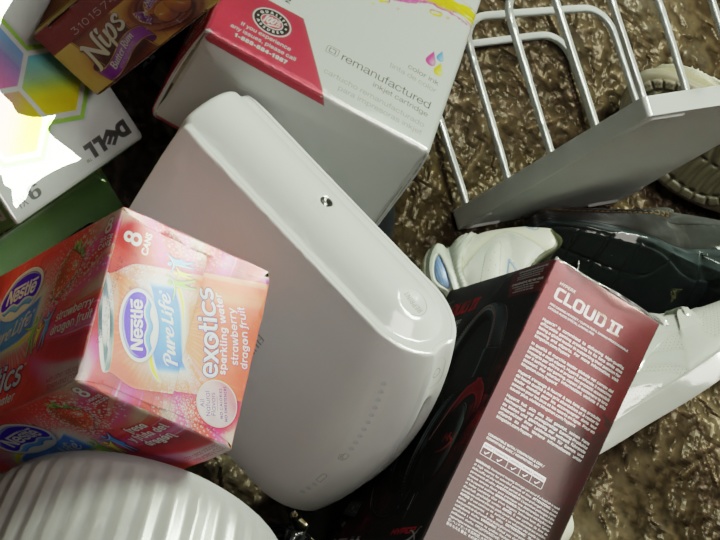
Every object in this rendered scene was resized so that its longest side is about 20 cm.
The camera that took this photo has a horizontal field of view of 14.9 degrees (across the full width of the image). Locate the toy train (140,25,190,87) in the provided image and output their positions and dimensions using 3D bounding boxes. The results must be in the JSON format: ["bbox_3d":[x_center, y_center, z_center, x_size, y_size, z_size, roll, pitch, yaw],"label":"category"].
[{"bbox_3d":[-0.071,-0.181,1.667,0.046,0.034,0.200,43,56,-2],"label":"toy train"}]

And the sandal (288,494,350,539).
[{"bbox_3d":[0.028,0.117,1.608,0.200,0.045,0.075,-26,100,-48],"label":"sandal"}]

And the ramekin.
[{"bbox_3d":[-0.127,0.179,1.418,0.200,0.200,0.105,32,51,-23],"label":"ramekin"}]

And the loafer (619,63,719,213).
[{"bbox_3d":[0.257,-0.075,1.837,0.200,0.076,0.068,33,26,-14],"label":"loafer"}]

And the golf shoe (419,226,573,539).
[{"bbox_3d":[0.105,0.070,1.630,0.078,0.097,0.201,-29,101,-78],"label":"golf shoe"}]

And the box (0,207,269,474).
[{"bbox_3d":[-0.144,0.052,1.438,0.094,0.200,0.103,26,63,-26],"label":"box"}]

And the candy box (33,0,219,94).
[{"bbox_3d":[-0.105,-0.200,1.558,0.056,0.117,0.200,43,37,-19],"label":"candy box"}]

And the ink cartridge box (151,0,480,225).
[{"bbox_3d":[-0.016,-0.141,1.579,0.147,0.086,0.200,27,48,-9],"label":"ink cartridge box"}]

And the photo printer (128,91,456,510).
[{"bbox_3d":[-0.046,0.026,1.501,0.200,0.167,0.069,47,43,11],"label":"photo printer"}]

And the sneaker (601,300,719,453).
[{"bbox_3d":[0.161,0.036,1.711,0.200,0.074,0.116,-30,92,-19],"label":"sneaker"}]

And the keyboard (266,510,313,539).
[{"bbox_3d":[-0.023,0.188,1.489,0.021,0.200,0.127,-24,92,-11],"label":"keyboard"}]

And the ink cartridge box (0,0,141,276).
[{"bbox_3d":[-0.194,-0.081,1.533,0.104,0.059,0.200,-38,98,-37],"label":"ink cartridge box"}]

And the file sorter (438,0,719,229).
[{"bbox_3d":[0.150,-0.123,1.699,0.138,0.200,0.125,-10,77,-36],"label":"file sorter"}]

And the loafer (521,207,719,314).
[{"bbox_3d":[0.187,-0.008,1.777,0.199,0.073,0.072,15,37,-24],"label":"loafer"}]

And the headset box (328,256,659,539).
[{"bbox_3d":[0.073,0.086,1.510,0.075,0.149,0.200,31,73,-15],"label":"headset box"}]

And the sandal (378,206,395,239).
[{"bbox_3d":[-0.006,-0.078,1.625,0.076,0.043,0.201,21,45,-12],"label":"sandal"}]
